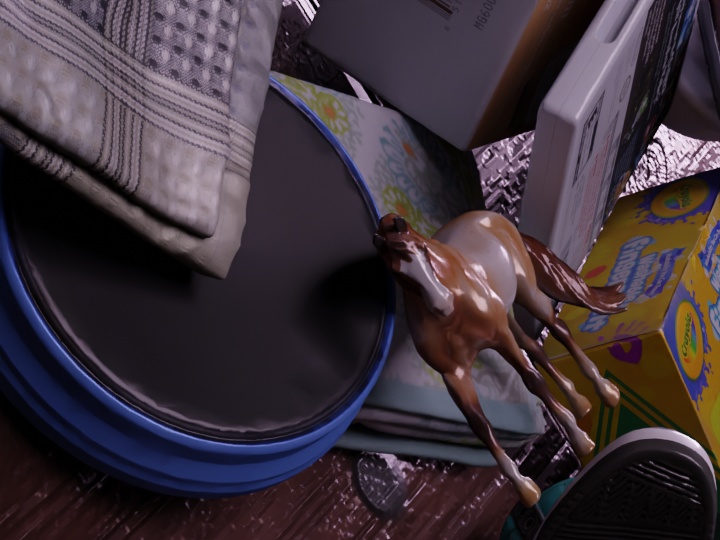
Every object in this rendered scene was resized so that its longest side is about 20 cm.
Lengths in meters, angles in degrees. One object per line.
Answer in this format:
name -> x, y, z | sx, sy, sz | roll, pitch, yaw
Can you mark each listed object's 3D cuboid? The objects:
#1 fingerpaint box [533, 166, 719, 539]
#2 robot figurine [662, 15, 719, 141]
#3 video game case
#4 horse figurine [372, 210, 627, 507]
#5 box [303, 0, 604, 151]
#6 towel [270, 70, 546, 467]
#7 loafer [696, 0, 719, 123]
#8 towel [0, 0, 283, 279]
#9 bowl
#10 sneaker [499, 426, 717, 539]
fingerpaint box -> 0.171, 0.065, 1.248 | 0.167, 0.073, 0.200 | 65, 27, -18
robot figurine -> 0.216, -0.132, 1.403 | 0.170, 0.113, 0.200 | 59, -4, -5
video game case -> 0.124, -0.082, 1.194 | 0.023, 0.200, 0.182 | 25, 60, 13
horse figurine -> 0.060, 0.020, 1.060 | 0.133, 0.050, 0.200 | 54, 22, -2
box -> 0.087, -0.162, 1.223 | 0.106, 0.153, 0.200 | 35, 26, 19
towel -> 0.000, 0.000, 1.123 | 0.200, 0.048, 0.172 | 14, 54, -49
loafer -> 0.227, -0.061, 1.269 | 0.072, 0.063, 0.201 | -14, 89, -75
towel -> -0.094, -0.120, 0.930 | 0.200, 0.034, 0.193 | 37, 50, -46
bowl -> -0.071, -0.007, 0.989 | 0.200, 0.039, 0.201 | 18, 56, -28
sneaker -> 0.110, 0.122, 1.077 | 0.083, 0.201, 0.121 | 18, 36, -2
